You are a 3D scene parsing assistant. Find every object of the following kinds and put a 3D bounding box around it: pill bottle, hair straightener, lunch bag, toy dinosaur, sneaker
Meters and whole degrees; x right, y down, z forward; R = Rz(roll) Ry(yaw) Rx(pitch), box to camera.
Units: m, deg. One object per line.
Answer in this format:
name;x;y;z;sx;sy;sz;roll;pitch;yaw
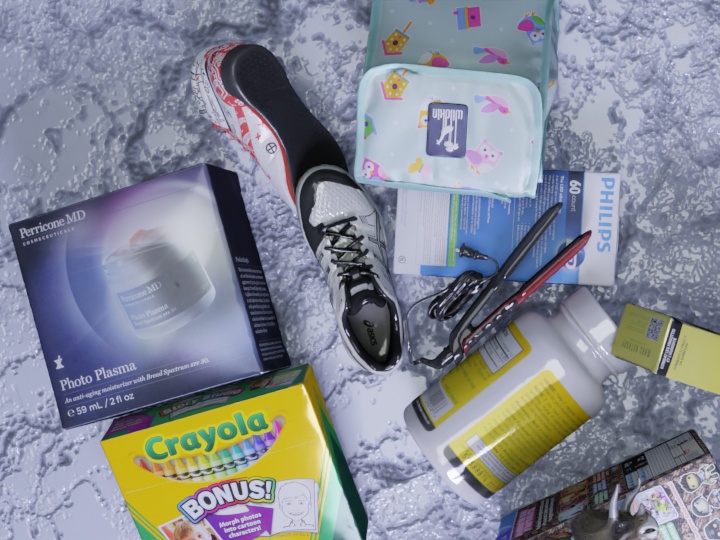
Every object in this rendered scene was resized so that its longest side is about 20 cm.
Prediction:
pill bottle;0.146;0.107;1.115;0.200;0.111;0.111;-39;84;8
hair straightener;0.108;0.010;1.107;0.077;0.041;0.200;46;106;2
lunch bag;0.086;-0.159;1.102;0.170;0.122;0.201;6;70;10
toy dinosaur;0.154;0.250;0.982;0.200;0.077;0.103;-29;74;14
sneaker;0.000;0.000;1.131;0.075;0.088;0.201;-21;101;-3
sneaker;-0.085;-0.127;1.181;0.067;0.108;0.202;-42;120;-19

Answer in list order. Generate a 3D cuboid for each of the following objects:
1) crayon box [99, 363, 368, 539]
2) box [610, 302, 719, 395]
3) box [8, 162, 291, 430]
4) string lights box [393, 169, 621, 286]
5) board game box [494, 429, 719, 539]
crayon box;-0.114;0.196;1.159;0.199;0.058;0.173;-17;107;9
box;0.316;0.083;1.062;0.199;0.075;0.050;19;92;-20
box;-0.194;0.024;1.169;0.199;0.123;0.199;-17;86;8
string lights box;0.134;-0.042;1.144;0.199;0.059;0.103;4;91;10
board game box;0.224;0.230;1.077;0.200;0.159;0.097;-27;86;9
